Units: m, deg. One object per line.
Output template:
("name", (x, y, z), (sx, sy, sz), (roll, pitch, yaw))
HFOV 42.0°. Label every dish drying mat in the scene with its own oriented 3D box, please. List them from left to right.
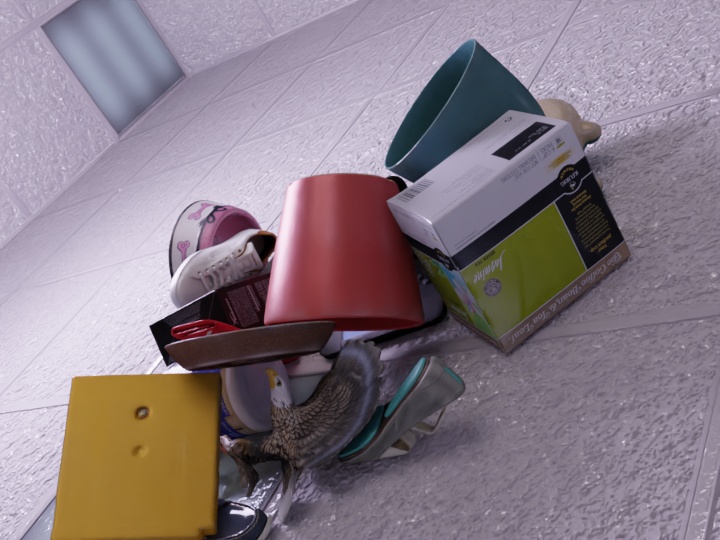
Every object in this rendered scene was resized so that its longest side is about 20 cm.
("dish drying mat", (-0.165, 0.104, 1.272), (0.077, 0.200, 0.018), (-16, 65, 24))

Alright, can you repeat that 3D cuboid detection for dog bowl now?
("dog bowl", (-0.229, -0.020, 1.567), (0.074, 0.200, 0.200), (-1, 37, 30))

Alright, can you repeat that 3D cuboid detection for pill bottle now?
("pill bottle", (-0.205, 0.172, 1.251), (0.200, 0.120, 0.120), (-19, 28, 30))

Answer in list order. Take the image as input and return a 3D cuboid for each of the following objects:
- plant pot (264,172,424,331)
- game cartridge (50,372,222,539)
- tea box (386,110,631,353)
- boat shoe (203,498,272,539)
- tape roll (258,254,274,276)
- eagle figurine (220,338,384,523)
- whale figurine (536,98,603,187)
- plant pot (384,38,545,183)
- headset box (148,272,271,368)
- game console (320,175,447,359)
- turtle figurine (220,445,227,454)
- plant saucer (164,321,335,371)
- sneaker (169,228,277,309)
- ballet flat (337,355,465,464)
("plant pot", (-0.022, -0.019, 1.163), (0.200, 0.178, 0.200), (-1, -8, 0))
("game cartridge", (-0.247, 0.210, 1.057), (0.176, 0.032, 0.200), (-1, 57, -3))
("tea box", (0.175, -0.049, 1.106), (0.200, 0.197, 0.134), (-36, 24, -10))
("boat shoe", (-0.186, 0.289, 1.077), (0.200, 0.062, 0.075), (-10, 32, 41))
("tape roll", (-0.106, -0.044, 1.535), (0.203, 0.037, 0.203), (-55, 4, 5))
("eagle figurine", (-0.059, 0.167, 1.063), (0.200, 0.151, 0.152), (-24, 42, -14))
("whale figurine", (0.275, -0.153, 1.336), (0.159, 0.104, 0.200), (-30, 48, 7))
("plant pot", (0.154, -0.176, 1.237), (0.201, 0.161, 0.201), (-54, 13, 18))
("headset box", (-0.188, 0.067, 1.395), (0.148, 0.075, 0.200), (-26, -3, 33))
("game console", (0.000, 0.000, 1.259), (0.200, 0.116, 0.176), (-20, 53, 27))
("turtle figurine", (-0.249, 0.260, 1.164), (0.161, 0.200, 0.065), (-30, 62, 51))
("plant saucer", (-0.125, 0.090, 1.088), (0.200, 0.035, 0.200), (-9, -8, -1))
("sneaker", (-0.207, -0.009, 1.451), (0.085, 0.073, 0.200), (-2, 32, 48))
("ballet flat", (0.043, 0.167, 1.013), (0.200, 0.064, 0.067), (-50, 9, 40))
